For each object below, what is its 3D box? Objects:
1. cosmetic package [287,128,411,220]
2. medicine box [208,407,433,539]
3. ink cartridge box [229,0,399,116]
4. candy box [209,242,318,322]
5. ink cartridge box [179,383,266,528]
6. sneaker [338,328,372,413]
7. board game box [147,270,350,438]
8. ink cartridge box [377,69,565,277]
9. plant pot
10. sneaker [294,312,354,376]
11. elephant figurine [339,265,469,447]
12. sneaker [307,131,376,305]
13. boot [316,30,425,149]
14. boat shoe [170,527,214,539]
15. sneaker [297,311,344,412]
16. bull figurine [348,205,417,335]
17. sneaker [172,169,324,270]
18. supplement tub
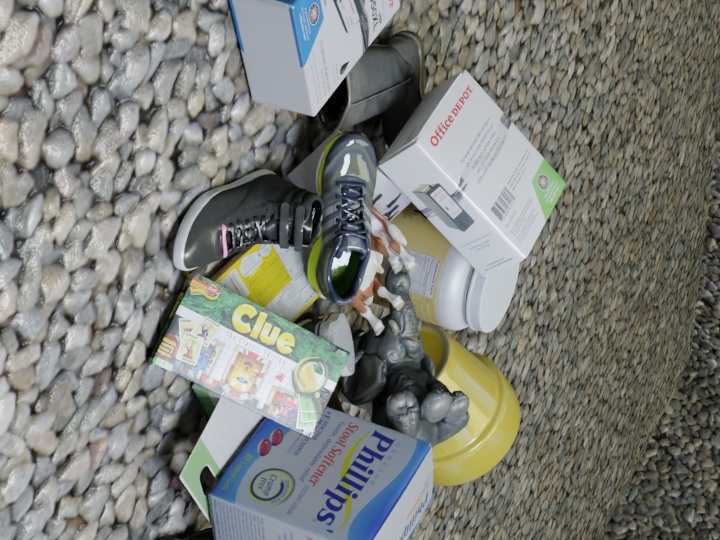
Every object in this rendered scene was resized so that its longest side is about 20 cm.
[{"bbox_3d":[-0.007,-0.100,1.565,0.083,0.051,0.200,-44,157,9],"label":"cosmetic package"},{"bbox_3d":[-0.041,0.260,1.472,0.182,0.198,0.104,-51,148,-44],"label":"medicine box"},{"bbox_3d":[-0.044,-0.287,1.363,0.201,0.083,0.145,-56,151,-33],"label":"ink cartridge box"},{"bbox_3d":[-0.110,0.023,1.447,0.200,0.026,0.103,-46,116,-44],"label":"candy box"},{"bbox_3d":[-0.155,0.174,1.475,0.201,0.048,0.146,-60,153,-26],"label":"ink cartridge box"},{"bbox_3d":[0.055,0.138,1.727,0.073,0.199,0.120,5,98,-49],"label":"sneaker"},{"bbox_3d":[-0.116,0.091,1.373,0.199,0.023,0.106,28,80,-21],"label":"board game box"},{"bbox_3d":[0.138,-0.118,1.574,0.200,0.084,0.146,45,53,-15],"label":"ink cartridge box"},{"bbox_3d":[0.111,0.183,1.888,0.202,0.199,0.189,-61,138,-24],"label":"plant pot"},{"bbox_3d":[-0.056,0.091,1.521,0.200,0.078,0.079,31,51,-79],"label":"sneaker"},{"bbox_3d":[0.046,0.127,1.627,0.154,0.201,0.142,-31,149,-2],"label":"elephant figurine"},{"bbox_3d":[-0.011,-0.053,1.434,0.073,0.081,0.202,-1,108,-17],"label":"sneaker"},{"bbox_3d":[0.017,-0.197,1.566,0.200,0.072,0.184,-42,129,-58],"label":"boot"},{"bbox_3d":[-0.211,0.335,1.443,0.200,0.068,0.057,-30,132,-53],"label":"boat shoe"},{"bbox_3d":[-0.071,0.158,1.620,0.067,0.089,0.203,-16,91,-46],"label":"sneaker"},{"bbox_3d":[0.000,0.000,1.561,0.065,0.121,0.201,-39,157,-32],"label":"bull figurine"},{"bbox_3d":[-0.110,-0.047,1.363,0.200,0.098,0.071,-39,140,-50],"label":"sneaker"},{"bbox_3d":[0.095,-0.007,1.699,0.145,0.198,0.147,-44,143,-46],"label":"supplement tub"}]
